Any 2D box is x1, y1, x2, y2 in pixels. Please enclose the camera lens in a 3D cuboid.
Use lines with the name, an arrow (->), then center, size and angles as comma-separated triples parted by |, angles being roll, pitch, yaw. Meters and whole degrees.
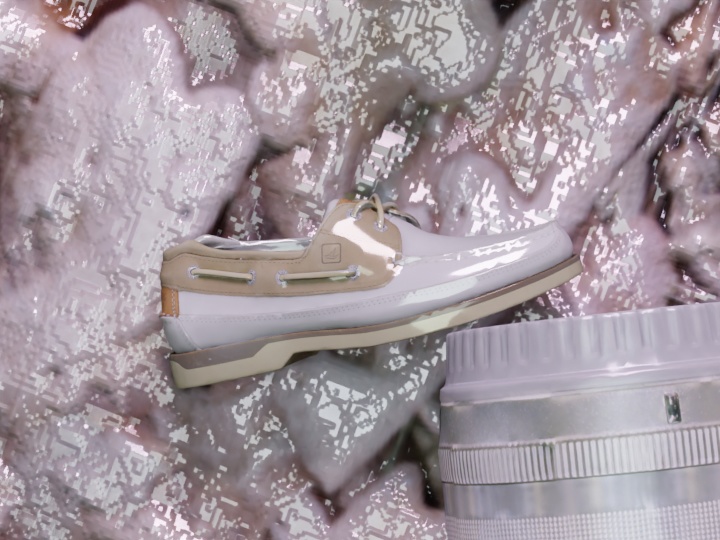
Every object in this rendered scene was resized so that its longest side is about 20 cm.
camera lens -> 0.117, 0.119, 0.835 | 0.158, 0.160, 0.202 | -7, 87, 9

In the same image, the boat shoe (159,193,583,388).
boat shoe -> 0.000, 0.000, 0.902 | 0.198, 0.075, 0.069 | -14, 91, 9
